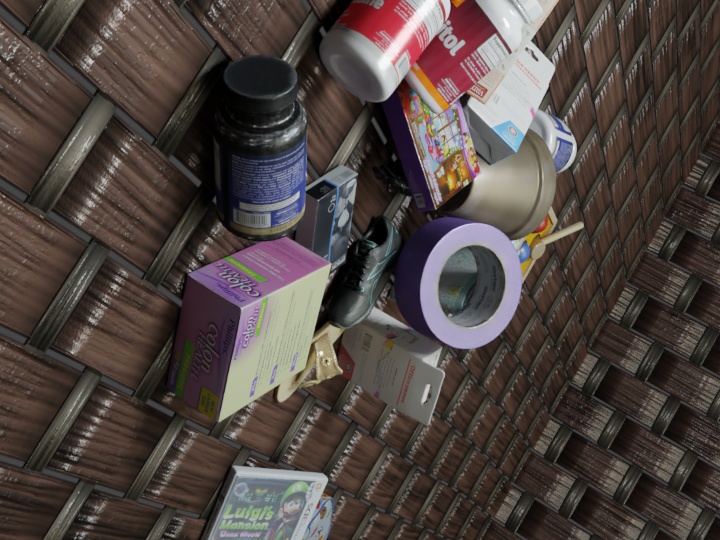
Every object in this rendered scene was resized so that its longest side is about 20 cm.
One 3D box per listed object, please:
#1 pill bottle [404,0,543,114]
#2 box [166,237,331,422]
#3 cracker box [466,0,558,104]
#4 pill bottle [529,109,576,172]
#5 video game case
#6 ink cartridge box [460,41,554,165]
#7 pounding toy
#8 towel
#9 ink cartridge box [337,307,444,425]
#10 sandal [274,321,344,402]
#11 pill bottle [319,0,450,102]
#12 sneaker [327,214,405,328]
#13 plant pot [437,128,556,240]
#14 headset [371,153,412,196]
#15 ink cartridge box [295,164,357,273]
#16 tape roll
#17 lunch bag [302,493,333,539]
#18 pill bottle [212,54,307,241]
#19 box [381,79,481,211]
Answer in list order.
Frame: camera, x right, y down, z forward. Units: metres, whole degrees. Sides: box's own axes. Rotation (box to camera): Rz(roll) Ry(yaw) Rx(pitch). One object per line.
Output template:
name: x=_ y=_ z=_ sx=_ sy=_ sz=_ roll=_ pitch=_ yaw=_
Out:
pill bottle: x=0.144 y=-0.317 z=1.518 sx=0.199 sy=0.114 sz=0.113 roll=-40 pitch=158 yaw=10
box: x=-0.148 y=0.072 z=1.494 sx=0.199 sy=0.096 sz=0.178 roll=-29 pitch=141 yaw=-52
cracker box: x=0.211 y=-0.361 z=1.669 sx=0.201 sy=0.057 sz=0.134 roll=-56 pitch=-162 yaw=18
pill bottle: x=0.340 y=-0.240 z=2.123 sx=0.199 sy=0.115 sz=0.117 roll=2 pitch=115 yaw=-63
video game case: x=-0.162 y=0.410 z=1.831 sx=0.198 sy=0.023 sz=0.184 roll=14 pitch=104 yaw=-42
ink cartridge box: x=0.227 y=-0.286 z=1.806 sx=0.068 sy=0.115 sz=0.202 roll=-25 pitch=-150 yaw=53
pounding toy: x=0.336 y=-0.075 z=2.260 sx=0.186 sy=0.141 sz=0.200 roll=-59 pitch=156 yaw=-4
towel: x=0.170 y=0.001 z=1.975 sx=0.200 sy=0.169 sz=0.049 roll=-46 pitch=124 yaw=-32
ink cartridge box: x=0.061 y=0.158 z=1.883 sx=0.067 sy=0.198 sz=0.118 roll=-27 pitch=140 yaw=-51
sandal: x=-0.051 y=0.135 z=1.792 sx=0.213 sy=0.069 sz=0.078 roll=-53 pitch=155 yaw=-19
pill bottle: x=0.044 y=-0.325 z=1.434 sx=0.201 sy=0.111 sz=0.113 roll=-54 pitch=155 yaw=-17
sneaker: x=0.000 y=0.000 z=1.767 sx=0.202 sy=0.074 sz=0.080 roll=-59 pitch=149 yaw=-28
plant pot: x=0.199 y=-0.152 z=1.881 sx=0.172 sy=0.199 sz=0.203 roll=0 pitch=118 yaw=-44
headset: x=0.090 y=-0.163 z=1.725 sx=0.198 sy=0.093 sz=0.125 roll=-18 pitch=132 yaw=-48
ink cartridge box: x=-0.055 y=-0.045 z=1.628 sx=0.099 sy=0.039 sz=0.202 roll=-39 pitch=148 yaw=-43
tape roll: x=0.158 y=0.019 z=1.802 sx=0.197 sy=0.085 sz=0.204 roll=-5 pitch=101 yaw=-28
lunch bag: x=-0.130 y=0.494 z=2.019 sx=0.200 sy=0.075 sz=0.162 roll=-40 pitch=151 yaw=-42
pill bottle: x=-0.117 y=-0.142 z=1.306 sx=0.112 sy=0.111 sz=0.202 roll=-41 pitch=150 yaw=-37
box: x=0.104 y=-0.208 z=1.652 sx=0.136 sy=0.039 sz=0.203 roll=-38 pitch=115 yaw=-44
